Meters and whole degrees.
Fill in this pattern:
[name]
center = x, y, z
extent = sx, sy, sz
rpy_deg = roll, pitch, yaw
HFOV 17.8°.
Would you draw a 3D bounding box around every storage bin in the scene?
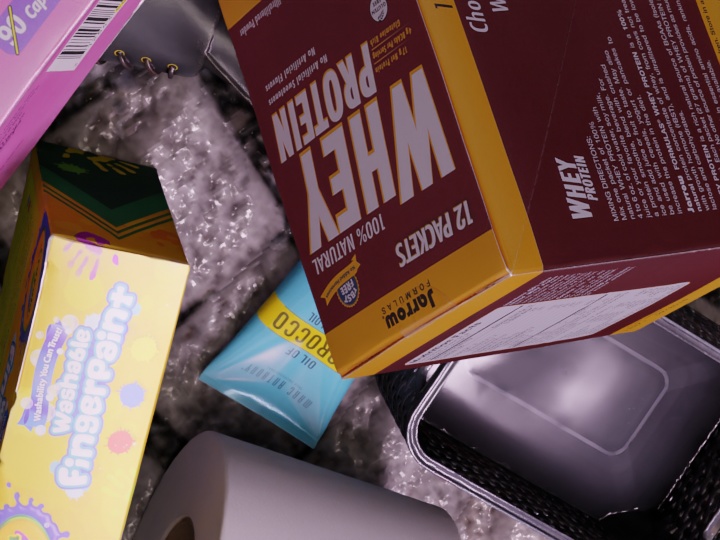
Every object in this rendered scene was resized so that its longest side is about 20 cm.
[storage bin]
center = 0.124, 0.071, 1.255
extent = 0.199, 0.094, 0.136
rpy_deg = 30, 101, -18

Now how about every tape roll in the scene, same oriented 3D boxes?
[tape roll]
center = -0.048, 0.201, 1.209
extent = 0.138, 0.203, 0.204
rpy_deg = 20, 104, -17

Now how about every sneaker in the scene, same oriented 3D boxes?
[sneaker]
center = -0.105, -0.119, 1.165
extent = 0.106, 0.075, 0.200
rpy_deg = -41, 101, 9

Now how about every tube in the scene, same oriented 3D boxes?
[tube]
center = 0.000, 0.000, 1.237
extent = 0.077, 0.050, 0.200
rpy_deg = 33, 105, -11

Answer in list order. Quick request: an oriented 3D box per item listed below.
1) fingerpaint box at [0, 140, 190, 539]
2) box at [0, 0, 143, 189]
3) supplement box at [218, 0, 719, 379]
[fingerpaint box]
center = -0.148, 0.057, 1.159
extent = 0.073, 0.167, 0.201
rpy_deg = 12, 105, -14
[box]
center = -0.217, -0.149, 1.078
extent = 0.200, 0.097, 0.176
rpy_deg = 41, 100, 3
[supplement box]
center = 0.072, -0.073, 1.092
extent = 0.199, 0.133, 0.199
rpy_deg = -7, 73, -39
